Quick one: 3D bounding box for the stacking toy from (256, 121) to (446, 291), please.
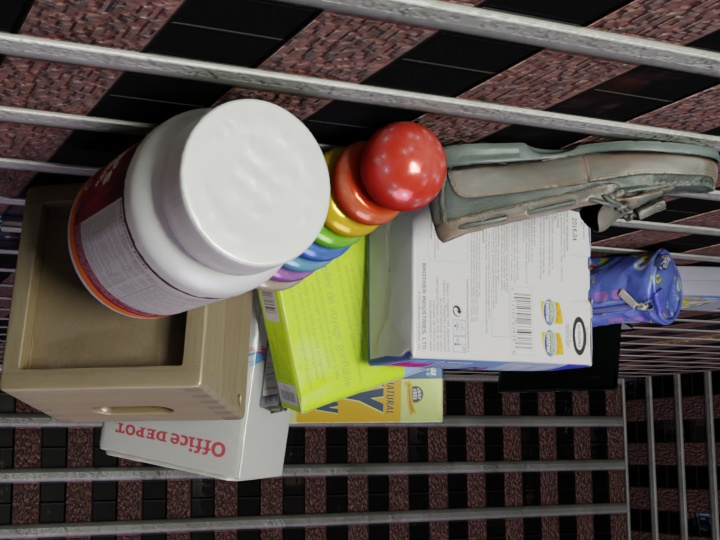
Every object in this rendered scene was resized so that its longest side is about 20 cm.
[{"bbox_3d":[-0.016,-0.045,0.768,0.084,0.087,0.199,5,166,-34],"label":"stacking toy"}]

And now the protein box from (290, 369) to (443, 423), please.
[{"bbox_3d":[-0.023,0.077,1.237,0.196,0.138,0.199,0,-176,-5],"label":"protein box"}]

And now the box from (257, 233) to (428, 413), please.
[{"bbox_3d":[0.019,0.025,0.933,0.197,0.124,0.047,-16,-171,-27],"label":"box"}]

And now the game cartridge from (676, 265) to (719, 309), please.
[{"bbox_3d":[0.365,0.021,1.359,0.196,0.041,0.133,1,167,-10],"label":"game cartridge"}]

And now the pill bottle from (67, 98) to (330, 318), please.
[{"bbox_3d":[-0.102,-0.034,0.708,0.108,0.112,0.199,4,170,-29],"label":"pill bottle"}]

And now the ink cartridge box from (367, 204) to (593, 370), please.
[{"bbox_3d":[0.106,0.008,0.905,0.197,0.139,0.076,4,172,-26],"label":"ink cartridge box"}]

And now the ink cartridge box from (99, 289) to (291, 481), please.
[{"bbox_3d":[-0.129,0.064,0.988,0.145,0.204,0.085,7,178,27],"label":"ink cartridge box"}]

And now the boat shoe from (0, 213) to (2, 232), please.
[{"bbox_3d":[-0.299,-0.037,0.761,0.068,0.086,0.199,8,178,23],"label":"boat shoe"}]

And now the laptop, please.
[{"bbox_3d":[0.327,0.137,1.845,0.184,0.118,0.200,-3,171,21],"label":"laptop"}]

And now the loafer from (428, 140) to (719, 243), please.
[{"bbox_3d":[0.141,-0.049,0.780,0.196,0.064,0.072,0,172,-1],"label":"loafer"}]

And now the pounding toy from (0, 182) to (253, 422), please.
[{"bbox_3d":[-0.185,0.019,0.905,0.196,0.188,0.142,-3,159,13],"label":"pounding toy"}]

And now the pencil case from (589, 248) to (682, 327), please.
[{"bbox_3d":[0.236,0.025,1.221,0.197,0.079,0.087,-6,-161,31],"label":"pencil case"}]
